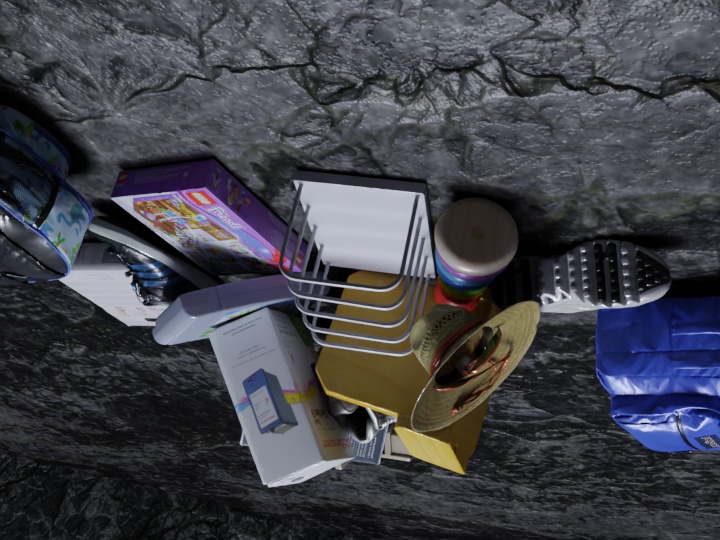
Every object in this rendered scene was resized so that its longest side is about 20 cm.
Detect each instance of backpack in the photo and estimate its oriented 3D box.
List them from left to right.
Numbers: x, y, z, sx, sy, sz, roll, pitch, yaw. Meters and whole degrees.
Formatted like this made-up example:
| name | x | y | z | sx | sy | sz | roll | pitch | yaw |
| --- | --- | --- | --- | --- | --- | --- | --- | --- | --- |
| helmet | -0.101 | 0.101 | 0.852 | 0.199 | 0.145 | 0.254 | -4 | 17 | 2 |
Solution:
| name | x | y | z | sx | sy | sz | roll | pitch | yaw |
| --- | --- | --- | --- | --- | --- | --- | --- | --- | --- |
| backpack | -0.393 | -0.079 | 1.047 | 0.183 | 0.147 | 0.200 | -2 | 149 | 26 |
| backpack | 0.387 | 0.114 | 1.085 | 0.200 | 0.168 | 0.162 | -11 | 154 | 35 |

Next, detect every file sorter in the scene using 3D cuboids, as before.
| name | x | y | z | sx | sy | sz | roll | pitch | yaw |
| --- | --- | --- | --- | --- | --- | --- | --- | --- | --- |
| file sorter | 0.000 | 0.000 | 1.064 | 0.139 | 0.125 | 0.200 | 7 | 156 | 12 |

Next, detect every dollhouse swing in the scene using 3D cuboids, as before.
| name | x | y | z | sx | sy | sz | roll | pitch | yaw |
| --- | --- | --- | --- | --- | --- | --- | --- | --- | --- |
| dollhouse swing | 0.064 | 0.117 | 1.200 | 0.176 | 0.200 | 0.182 | 11 | 156 | 20 |

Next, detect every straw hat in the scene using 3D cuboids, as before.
| name | x | y | z | sx | sy | sz | roll | pitch | yaw |
| --- | --- | --- | --- | --- | --- | --- | --- | --- | --- |
| straw hat | 0.099 | 0.080 | 1.049 | 0.085 | 0.201 | 0.201 | 46 | 169 | 26 |

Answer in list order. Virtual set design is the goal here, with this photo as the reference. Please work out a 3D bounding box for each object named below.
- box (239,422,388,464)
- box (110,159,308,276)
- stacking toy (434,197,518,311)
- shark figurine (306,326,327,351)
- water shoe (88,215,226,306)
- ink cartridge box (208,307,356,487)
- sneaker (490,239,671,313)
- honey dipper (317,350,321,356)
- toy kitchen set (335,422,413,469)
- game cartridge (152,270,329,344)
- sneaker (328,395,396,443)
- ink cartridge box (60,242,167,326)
| name | x | y | z | sx | sy | sz | roll | pitch | yaw |
| --- | --- | --- | --- | --- | --- | --- | --- | --- | --- |
| box | -0.067 | 0.191 | 1.398 | 0.200 | 0.107 | 0.148 | 9 | -169 | -9 |
| box | -0.170 | -0.055 | 1.125 | 0.137 | 0.039 | 0.200 | -2 | 152 | 30 |
| stacking toy | 0.115 | 0.001 | 1.062 | 0.085 | 0.085 | 0.200 | 11 | 157 | 3 |
| shark figurine | -0.097 | 0.068 | 1.323 | 0.214 | 0.090 | 0.128 | 4 | -171 | 36 |
| water shoe | -0.261 | 0.006 | 1.216 | 0.200 | 0.079 | 0.072 | 32 | -178 | -23 |
| ink cartridge box | -0.093 | 0.157 | 1.202 | 0.087 | 0.200 | 0.145 | -23 | 166 | 11 |
| sneaker | 0.244 | 0.013 | 1.057 | 0.200 | 0.075 | 0.081 | -4 | 164 | 39 |
| honey dipper | -0.078 | 0.122 | 1.375 | 0.200 | 0.038 | 0.038 | -1 | 167 | -37 |
| toy kitchen set | 0.012 | 0.207 | 1.575 | 0.163 | 0.181 | 0.200 | 5 | -165 | 23 |
| game cartridge | -0.143 | 0.044 | 1.194 | 0.200 | 0.040 | 0.133 | -10 | 162 | -32 |
| sneaker | 0.010 | 0.178 | 1.244 | 0.078 | 0.099 | 0.200 | -17 | 150 | 29 |
| ink cartridge box | -0.316 | 0.022 | 1.362 | 0.161 | 0.050 | 0.200 | 0 | 157 | 25 |
